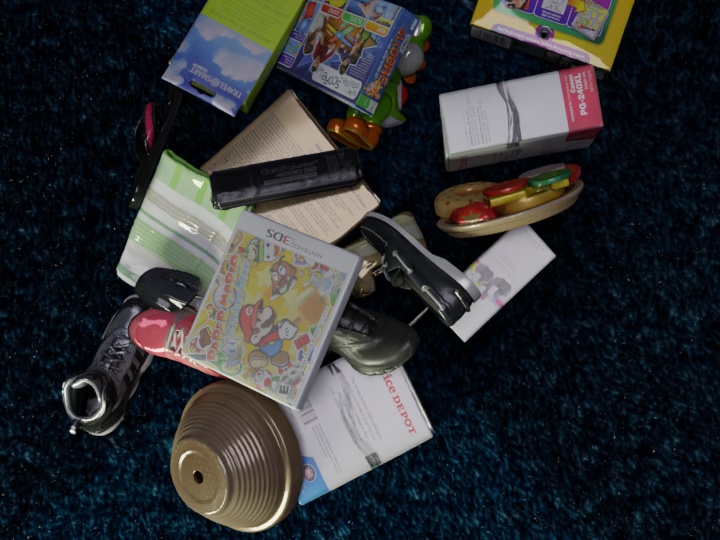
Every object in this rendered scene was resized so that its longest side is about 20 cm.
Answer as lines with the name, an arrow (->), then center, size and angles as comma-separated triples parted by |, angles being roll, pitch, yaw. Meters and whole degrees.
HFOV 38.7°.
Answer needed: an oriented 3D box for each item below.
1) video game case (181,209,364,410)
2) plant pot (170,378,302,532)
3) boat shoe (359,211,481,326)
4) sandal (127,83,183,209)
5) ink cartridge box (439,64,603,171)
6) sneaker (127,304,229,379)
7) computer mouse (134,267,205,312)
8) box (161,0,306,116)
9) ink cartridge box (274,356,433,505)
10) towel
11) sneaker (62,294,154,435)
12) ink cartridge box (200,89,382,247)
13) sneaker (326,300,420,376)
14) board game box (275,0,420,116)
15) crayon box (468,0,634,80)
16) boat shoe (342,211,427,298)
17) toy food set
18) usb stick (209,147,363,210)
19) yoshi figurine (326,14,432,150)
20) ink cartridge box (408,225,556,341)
video game case -> -0.111, 0.046, 1.274 | 0.180, 0.023, 0.203 | 21, 86, 24
plant pot -> -0.177, 0.250, 1.314 | 0.198, 0.092, 0.204 | 10, 108, 33
boat shoe -> 0.059, -0.004, 1.273 | 0.060, 0.076, 0.199 | -47, 51, -9
sandal -> -0.284, -0.180, 1.378 | 0.045, 0.075, 0.203 | 23, 66, -15
ink cartridge box -> 0.201, -0.193, 1.324 | 0.197, 0.145, 0.085 | -10, 87, 4
sneaker -> -0.208, 0.096, 1.350 | 0.197, 0.087, 0.075 | 16, 98, -11
computer mouse -> -0.208, 0.027, 1.337 | 0.197, 0.034, 0.059 | 6, 46, 17
box -> -0.170, -0.312, 1.397 | 0.121, 0.048, 0.202 | 27, 78, 6
ink cartridge box -> -0.018, 0.194, 1.352 | 0.198, 0.084, 0.146 | -27, 85, 3
towel -> -0.240, -0.040, 1.372 | 0.148, 0.031, 0.202 | 31, 116, 7
sneaker -> -0.334, 0.128, 1.370 | 0.075, 0.114, 0.203 | 21, 89, 6
ink cartridge box -> -0.091, -0.110, 1.381 | 0.164, 0.075, 0.201 | -39, 84, 2
sneaker -> -0.019, 0.072, 1.288 | 0.197, 0.091, 0.077 | 8, 54, 31
board game box -> -0.022, -0.296, 1.338 | 0.199, 0.034, 0.137 | 36, 101, 47
crayon box -> 0.265, -0.373, 1.373 | 0.197, 0.058, 0.175 | 20, 87, 6
boat shoe -> 0.000, 0.000, 1.367 | 0.199, 0.074, 0.067 | -34, 79, 2
toy food set -> 0.189, -0.092, 1.297 | 0.195, 0.200, 0.049 | -16, 100, 7
usb stick -> -0.096, -0.118, 1.313 | 0.197, 0.033, 0.056 | -11, 67, -6
yoshi figurine -> 0.020, -0.269, 1.366 | 0.111, 0.112, 0.202 | 26, 82, 16
ink cartridge box -> 0.155, 0.028, 1.331 | 0.200, 0.115, 0.068 | -43, 85, 2
